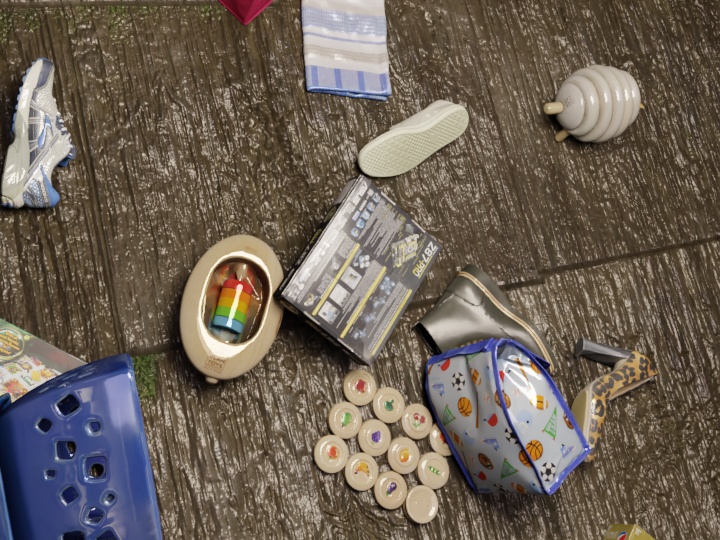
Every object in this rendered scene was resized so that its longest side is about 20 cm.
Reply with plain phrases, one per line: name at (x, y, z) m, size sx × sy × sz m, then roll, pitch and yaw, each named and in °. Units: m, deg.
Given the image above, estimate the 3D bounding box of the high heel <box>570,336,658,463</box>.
high heel at (0.397, 0.208, 1.251) m, size 0.140 × 0.072 × 0.203 m, roll 16°, pitch 61°, yaw -9°

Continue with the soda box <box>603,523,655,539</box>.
soda box at (0.446, 0.460, 1.205) m, size 0.199 × 0.064 × 0.068 m, roll 38°, pitch 66°, yaw -7°

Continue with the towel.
towel at (-0.022, -0.369, 1.285) m, size 0.144 × 0.024 × 0.204 m, roll 2°, pitch 74°, yaw -20°

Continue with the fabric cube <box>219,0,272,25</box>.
fabric cube at (-0.159, -0.530, 1.182) m, size 0.199 × 0.199 × 0.197 m, roll 41°, pitch 66°, yaw -5°

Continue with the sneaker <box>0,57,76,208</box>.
sneaker at (-0.412, -0.173, 1.060) m, size 0.084 × 0.077 × 0.204 m, roll 11°, pitch 78°, yaw -28°

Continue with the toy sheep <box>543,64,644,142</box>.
toy sheep at (0.385, -0.274, 1.354) m, size 0.197 × 0.138 × 0.140 m, roll -16°, pitch 81°, yaw -24°

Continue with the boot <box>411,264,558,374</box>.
boot at (0.181, 0.110, 1.206) m, size 0.138 × 0.078 × 0.200 m, roll -41°, pitch 80°, yaw -20°

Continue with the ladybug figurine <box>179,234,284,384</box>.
ladybug figurine at (-0.173, 0.053, 1.078) m, size 0.134 × 0.072 × 0.203 m, roll 23°, pitch 68°, yaw -14°

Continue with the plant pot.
plant pot at (-0.323, 0.214, 0.898) m, size 0.176 × 0.200 × 0.204 m, roll -12°, pitch 92°, yaw -17°

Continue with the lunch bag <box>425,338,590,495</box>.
lunch bag at (0.190, 0.190, 1.113) m, size 0.123 × 0.169 × 0.202 m, roll -34°, pitch 94°, yaw -33°

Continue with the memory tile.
memory tile at (0.040, 0.245, 1.136) m, size 0.198 × 0.017 × 0.155 m, roll 31°, pitch 67°, yaw -11°

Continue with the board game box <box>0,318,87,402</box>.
board game box at (-0.442, 0.114, 0.984) m, size 0.198 × 0.023 × 0.106 m, roll 31°, pitch 69°, yaw -11°

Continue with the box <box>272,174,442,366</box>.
box at (0.000, 0.000, 1.099) m, size 0.160 × 0.049 × 0.202 m, roll 37°, pitch 73°, yaw -17°

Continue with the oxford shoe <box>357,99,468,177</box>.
oxford shoe at (0.076, -0.205, 1.261) m, size 0.198 × 0.076 × 0.058 m, roll -30°, pitch 45°, yaw -18°
